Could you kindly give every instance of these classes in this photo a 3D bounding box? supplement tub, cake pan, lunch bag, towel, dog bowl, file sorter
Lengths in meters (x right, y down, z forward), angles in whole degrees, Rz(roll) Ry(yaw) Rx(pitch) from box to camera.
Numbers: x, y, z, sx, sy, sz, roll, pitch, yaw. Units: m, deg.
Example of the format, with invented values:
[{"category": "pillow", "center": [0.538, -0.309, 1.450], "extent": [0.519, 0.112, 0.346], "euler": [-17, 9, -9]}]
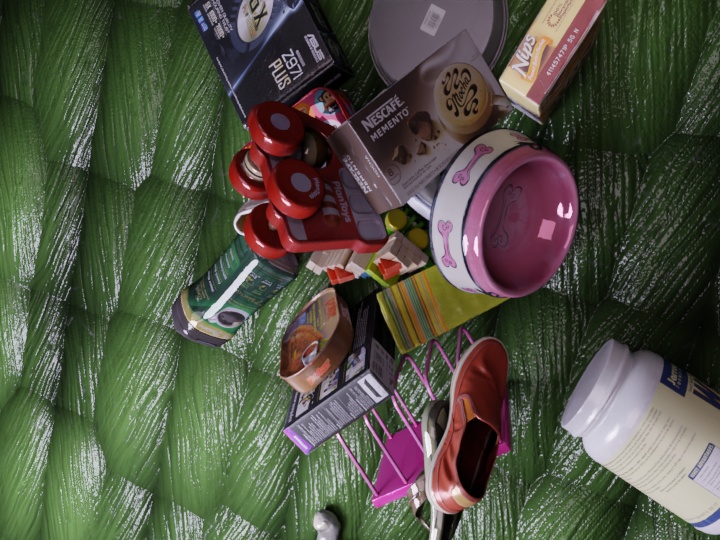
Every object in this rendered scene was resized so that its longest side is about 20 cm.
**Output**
[{"category": "supplement tub", "center": [0.353, 0.187, 0.721], "extent": [0.197, 0.145, 0.148], "euler": [32, 105, 14]}, {"category": "cake pan", "center": [0.097, -0.329, 0.820], "extent": [0.194, 0.037, 0.207], "euler": [2, 96, 20]}, {"category": "lunch bag", "center": [-0.068, -0.138, 0.883], "extent": [0.197, 0.082, 0.179], "euler": [-32, 88, 21]}, {"category": "towel", "center": [0.122, 0.028, 0.811], "extent": [0.196, 0.018, 0.088], "euler": [-26, 94, -5]}, {"category": "dog bowl", "center": [0.178, -0.060, 0.731], "extent": [0.073, 0.196, 0.206], "euler": [29, 108, 54]}, {"category": "file sorter", "center": [0.080, 0.183, 0.811], "extent": [0.197, 0.139, 0.127], "euler": [-30, 101, 20]}]

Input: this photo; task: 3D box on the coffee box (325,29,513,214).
[{"category": "coffee box", "center": [0.071, -0.175, 0.735], "extent": [0.199, 0.079, 0.114], "euler": [-40, 101, -19]}]

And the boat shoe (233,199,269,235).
[{"category": "boat shoe", "center": [-0.076, -0.071, 0.821], "extent": [0.193, 0.070, 0.073], "euler": [1, 111, 12]}]

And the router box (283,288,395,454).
[{"category": "router box", "center": [-0.022, 0.127, 0.826], "extent": [0.148, 0.201, 0.051], "euler": [-37, 108, 21]}]

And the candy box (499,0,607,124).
[{"category": "candy box", "center": [0.217, -0.238, 0.697], "extent": [0.055, 0.199, 0.117], "euler": [36, 106, 11]}]

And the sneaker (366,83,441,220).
[{"category": "sneaker", "center": [0.072, -0.156, 0.820], "extent": [0.202, 0.072, 0.071], "euler": [56, 136, 8]}]

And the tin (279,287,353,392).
[{"category": "tin", "center": [-0.060, 0.091, 0.843], "extent": [0.042, 0.201, 0.112], "euler": [40, 101, -16]}]

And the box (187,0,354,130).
[{"category": "box", "center": [-0.127, -0.327, 0.878], "extent": [0.161, 0.086, 0.204], "euler": [-28, 86, 20]}]

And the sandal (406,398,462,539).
[{"category": "sandal", "center": [0.085, 0.247, 0.725], "extent": [0.056, 0.079, 0.208], "euler": [3, 101, 31]}]

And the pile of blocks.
[{"category": "pile of blocks", "center": [0.000, 0.000, 0.853], "extent": [0.196, 0.063, 0.083], "euler": [0, 140, 43]}]

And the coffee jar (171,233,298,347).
[{"category": "coffee jar", "center": [-0.192, 0.029, 0.929], "extent": [0.199, 0.103, 0.087], "euler": [-41, 51, 19]}]

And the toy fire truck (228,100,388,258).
[{"category": "toy fire truck", "center": [-0.061, -0.111, 0.755], "extent": [0.112, 0.164, 0.205], "euler": [-46, 55, 48]}]

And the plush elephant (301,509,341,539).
[{"category": "plush elephant", "center": [-0.055, 0.488, 0.899], "extent": [0.163, 0.154, 0.204], "euler": [32, 105, 14]}]

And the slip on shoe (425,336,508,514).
[{"category": "slip on shoe", "center": [0.129, 0.163, 0.670], "extent": [0.073, 0.203, 0.061], "euler": [36, 148, -17]}]

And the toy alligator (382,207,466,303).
[{"category": "toy alligator", "center": [0.084, -0.035, 0.852], "extent": [0.199, 0.059, 0.054], "euler": [42, 65, 4]}]
